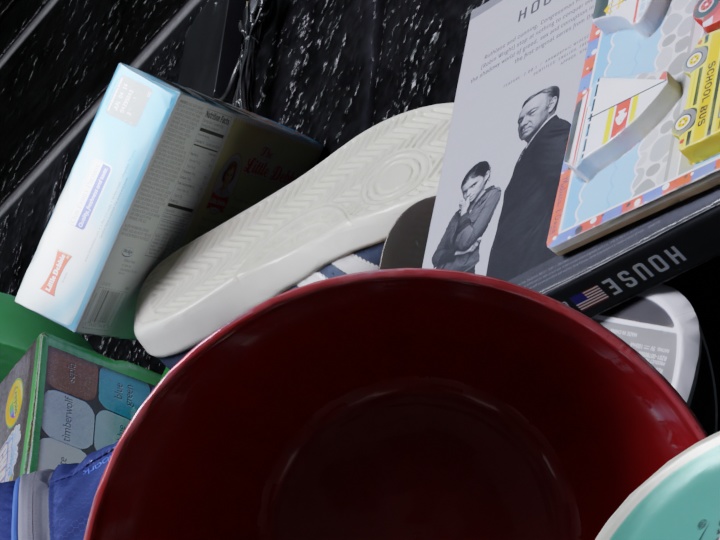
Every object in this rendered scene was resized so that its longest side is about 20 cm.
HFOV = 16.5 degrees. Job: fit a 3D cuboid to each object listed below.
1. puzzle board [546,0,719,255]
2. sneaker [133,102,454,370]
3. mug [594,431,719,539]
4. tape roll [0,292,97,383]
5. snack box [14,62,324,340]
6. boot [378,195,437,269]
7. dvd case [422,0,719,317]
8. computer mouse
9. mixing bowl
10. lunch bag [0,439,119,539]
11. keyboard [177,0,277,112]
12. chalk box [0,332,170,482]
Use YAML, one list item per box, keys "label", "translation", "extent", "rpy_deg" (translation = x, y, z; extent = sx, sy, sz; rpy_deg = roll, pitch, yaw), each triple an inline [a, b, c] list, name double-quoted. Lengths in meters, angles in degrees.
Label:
- label: "puzzle board"
  translation: [0.136, -0.107, 0.872]
  extent: [0.150, 0.017, 0.201]
  rpy_deg: [-25, 35, 38]
- label: "sneaker"
  translation: [0.000, 0.000, 1.096]
  extent: [0.199, 0.085, 0.075]
  rpy_deg: [-26, 31, 22]
- label: "mug"
  translation: [0.116, 0.100, 0.642]
  extent: [0.152, 0.114, 0.185]
  rpy_deg: [-41, 24, 2]
- label: "tape roll"
  translation: [-0.219, 0.102, 1.293]
  extent: [0.201, 0.199, 0.048]
  rpy_deg: [-55, 27, 25]
- label: "snack box"
  translation: [-0.085, -0.025, 1.175]
  extent: [0.117, 0.037, 0.200]
  rpy_deg: [-66, -18, 3]
- label: "boot"
  translation: [0.022, 0.071, 1.009]
  extent: [0.075, 0.073, 0.201]
  rpy_deg: [9, -83, -83]
- label: "dvd case"
  translation: [0.090, -0.061, 0.924]
  extent: [0.150, 0.025, 0.201]
  rpy_deg: [-28, 33, 35]
- label: "computer mouse"
  translation: [0.082, 0.104, 0.852]
  extent: [0.109, 0.044, 0.201]
  rpy_deg: [12, 80, 55]
- label: "mixing bowl"
  translation: [0.018, 0.094, 0.771]
  extent: [0.108, 0.199, 0.201]
  rpy_deg: [-66, 1, -83]
- label: "lunch bag"
  translation: [-0.095, 0.163, 0.994]
  extent: [0.131, 0.137, 0.200]
  rpy_deg: [-20, 26, 1]
- label: "keyboard"
  translation: [-0.080, -0.084, 1.385]
  extent: [0.127, 0.020, 0.201]
  rpy_deg: [-45, 33, 52]
- label: "chalk box"
  translation: [-0.127, 0.123, 1.180]
  extent: [0.200, 0.123, 0.125]
  rpy_deg: [-45, 31, 39]
